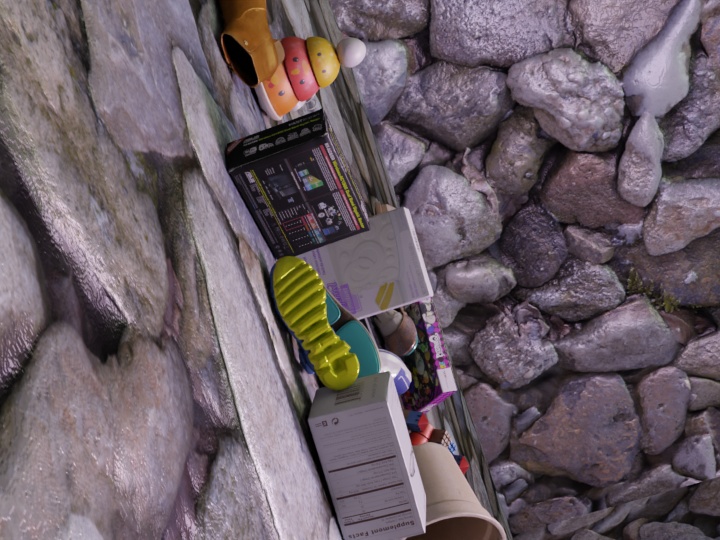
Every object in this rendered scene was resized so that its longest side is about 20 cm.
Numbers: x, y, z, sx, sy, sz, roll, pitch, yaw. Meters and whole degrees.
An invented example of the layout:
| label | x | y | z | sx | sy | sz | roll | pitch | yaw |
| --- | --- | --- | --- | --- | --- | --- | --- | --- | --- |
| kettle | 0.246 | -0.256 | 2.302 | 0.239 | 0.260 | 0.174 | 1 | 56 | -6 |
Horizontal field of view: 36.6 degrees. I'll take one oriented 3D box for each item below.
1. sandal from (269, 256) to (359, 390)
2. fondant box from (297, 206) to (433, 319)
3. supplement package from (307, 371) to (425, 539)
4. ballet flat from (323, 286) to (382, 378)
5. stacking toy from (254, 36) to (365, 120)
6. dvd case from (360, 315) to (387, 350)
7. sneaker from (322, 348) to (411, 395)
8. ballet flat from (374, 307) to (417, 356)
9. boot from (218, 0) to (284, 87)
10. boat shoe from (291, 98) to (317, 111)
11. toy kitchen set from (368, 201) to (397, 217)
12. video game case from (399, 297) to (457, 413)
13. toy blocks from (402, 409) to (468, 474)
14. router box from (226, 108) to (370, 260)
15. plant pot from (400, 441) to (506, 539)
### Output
| label | x | y | z | sx | sy | sz | roll | pitch | yaw |
| --- | --- | --- | --- | --- | --- | --- | --- | --- | --- |
| sandal | -0.076 | 0.077 | 1.536 | 0.202 | 0.079 | 0.087 | 68 | -22 | -4 |
| fondant box | 0.000 | 0.000 | 1.708 | 0.058 | 0.198 | 0.146 | 0 | 72 | -80 |
| supplement package | 0.012 | 0.264 | 1.518 | 0.117 | 0.116 | 0.202 | -79 | 154 | -74 |
| ballet flat | -0.036 | 0.086 | 1.614 | 0.201 | 0.067 | 0.062 | 55 | -15 | 5 |
| stacking toy | -0.087 | -0.354 | 1.853 | 0.146 | 0.198 | 0.148 | -18 | 90 | -82 |
| dvd case | 0.029 | 0.123 | 1.964 | 0.200 | 0.025 | 0.152 | 52 | 16 | -62 |
| sneaker | -0.009 | 0.168 | 1.691 | 0.199 | 0.080 | 0.116 | 37 | 41 | -36 |
| ballet flat | 0.051 | 0.086 | 1.952 | 0.067 | 0.068 | 0.200 | 43 | 10 | -22 |
| boot | -0.192 | -0.392 | 1.709 | 0.203 | 0.070 | 0.144 | 59 | 24 | -12 |
| boat shoe | -0.115 | -0.350 | 2.100 | 0.202 | 0.074 | 0.087 | -83 | 154 | -66 |
| toy kitchen set | -0.006 | -0.106 | 1.880 | 0.181 | 0.161 | 0.202 | 86 | -6 | -54 |
| video game case | 0.105 | 0.167 | 2.020 | 0.200 | 0.035 | 0.183 | 132 | -52 | -60 |
| toy blocks | 0.102 | 0.306 | 1.887 | 0.201 | 0.135 | 0.101 | 57 | 49 | -37 |
| router box | -0.086 | -0.118 | 1.551 | 0.201 | 0.148 | 0.063 | 65 | 10 | -45 |
| plant pot | 0.114 | 0.388 | 1.758 | 0.184 | 0.198 | 0.202 | -110 | 176 | -49 |
